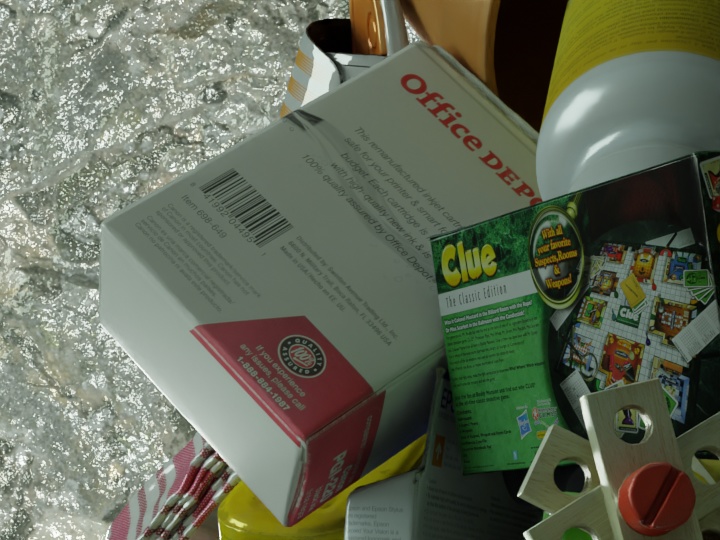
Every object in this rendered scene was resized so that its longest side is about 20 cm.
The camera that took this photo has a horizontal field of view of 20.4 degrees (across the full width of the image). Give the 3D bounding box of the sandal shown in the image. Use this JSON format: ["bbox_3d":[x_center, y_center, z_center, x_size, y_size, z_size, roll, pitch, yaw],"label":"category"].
[{"bbox_3d":[-0.013,-0.063,1.053,0.079,0.059,0.208,-131,41,-69],"label":"sandal"}]

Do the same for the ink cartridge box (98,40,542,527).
[{"bbox_3d":[0.000,0.000,0.919,0.200,0.146,0.085,-33,-25,-27],"label":"ink cartridge box"}]

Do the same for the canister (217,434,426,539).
[{"bbox_3d":[-0.006,0.187,0.982,0.149,0.086,0.201,-42,-50,-60],"label":"canister"}]

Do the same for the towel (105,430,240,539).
[{"bbox_3d":[-0.094,0.109,1.054,0.200,0.030,0.146,-49,6,18],"label":"towel"}]

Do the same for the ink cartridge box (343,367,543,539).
[{"bbox_3d":[0.041,0.155,0.928,0.200,0.040,0.201,30,-116,-67],"label":"ink cartridge box"}]

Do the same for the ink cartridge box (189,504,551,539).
[{"bbox_3d":[0.002,0.172,1.137,0.146,0.199,0.084,-63,-8,-64],"label":"ink cartridge box"}]

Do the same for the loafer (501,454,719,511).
[{"bbox_3d":[0.122,0.059,0.802,0.200,0.063,0.072,153,113,-65],"label":"loafer"}]

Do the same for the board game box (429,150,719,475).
[{"bbox_3d":[0.086,0.022,0.767,0.200,0.023,0.105,-16,83,64],"label":"board game box"}]

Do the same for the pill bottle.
[{"bbox_3d":[0.136,-0.066,0.873,0.200,0.112,0.112,-72,1,-51],"label":"pill bottle"}]

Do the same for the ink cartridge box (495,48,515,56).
[{"bbox_3d":[0.095,-0.010,1.132,0.088,0.145,0.201,121,168,-81],"label":"ink cartridge box"}]

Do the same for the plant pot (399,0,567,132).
[{"bbox_3d":[0.100,-0.167,1.031,0.140,0.200,0.201,39,119,42],"label":"plant pot"}]

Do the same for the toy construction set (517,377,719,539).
[{"bbox_3d":[0.095,0.101,0.582,0.200,0.092,0.132,61,-148,-73],"label":"toy construction set"}]
